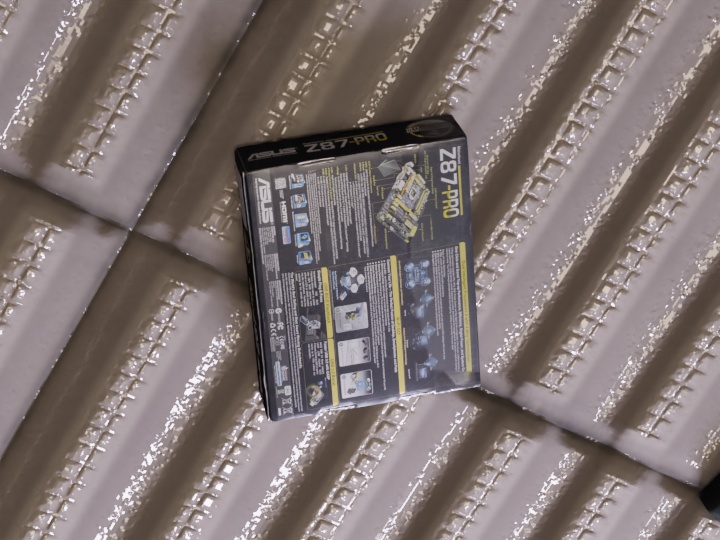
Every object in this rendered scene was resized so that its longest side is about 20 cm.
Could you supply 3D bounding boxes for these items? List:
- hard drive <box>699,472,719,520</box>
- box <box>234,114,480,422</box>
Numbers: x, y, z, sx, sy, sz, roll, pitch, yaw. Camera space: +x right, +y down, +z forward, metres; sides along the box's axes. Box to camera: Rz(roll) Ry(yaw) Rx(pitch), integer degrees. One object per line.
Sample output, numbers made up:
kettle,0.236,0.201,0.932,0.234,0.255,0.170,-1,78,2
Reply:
hard drive,0.386,0.187,1.616,0.200,0.033,0.140,36,102,-26
box,0.000,0.000,1.422,0.160,0.049,0.201,-9,117,-8
